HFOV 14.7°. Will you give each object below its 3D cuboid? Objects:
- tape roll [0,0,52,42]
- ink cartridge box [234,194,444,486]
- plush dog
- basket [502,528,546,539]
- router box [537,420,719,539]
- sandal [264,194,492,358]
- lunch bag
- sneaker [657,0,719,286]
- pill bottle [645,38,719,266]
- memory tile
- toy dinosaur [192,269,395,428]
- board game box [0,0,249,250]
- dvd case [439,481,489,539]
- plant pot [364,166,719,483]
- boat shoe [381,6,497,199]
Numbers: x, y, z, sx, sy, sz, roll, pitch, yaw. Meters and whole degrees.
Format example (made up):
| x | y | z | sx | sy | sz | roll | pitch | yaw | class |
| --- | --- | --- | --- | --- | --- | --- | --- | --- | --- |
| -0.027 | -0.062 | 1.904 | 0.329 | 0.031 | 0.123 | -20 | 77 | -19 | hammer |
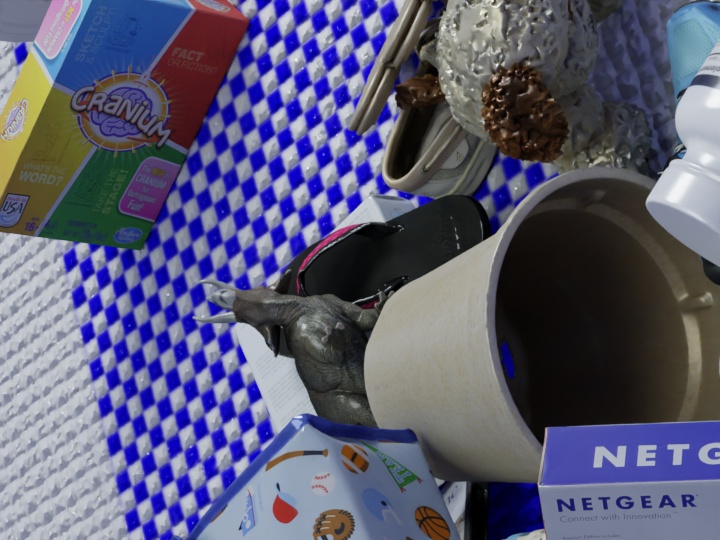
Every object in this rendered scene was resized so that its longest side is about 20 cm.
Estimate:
| x | y | z | sx | sy | sz | roll | pitch | yaw | class |
| --- | --- | --- | --- | --- | --- | --- | --- | --- | --- |
| -0.250 | -0.290 | 2.090 | 0.203 | 0.202 | 0.139 | -53 | 50 | 26 | tape roll |
| 0.009 | 0.075 | 1.886 | 0.160 | 0.047 | 0.200 | -43 | 60 | 32 | ink cartridge box |
| 0.094 | -0.141 | 1.705 | 0.160 | 0.172 | 0.201 | -4 | 77 | 5 | plush dog |
| 0.170 | 0.226 | 1.626 | 0.199 | 0.139 | 0.177 | -4 | 81 | 40 | basket |
| 0.203 | 0.162 | 1.485 | 0.199 | 0.180 | 0.049 | -3 | 37 | 12 | router box |
| 0.000 | 0.000 | 1.839 | 0.200 | 0.045 | 0.075 | -27 | 69 | 38 | sandal |
| -0.035 | 0.212 | 1.660 | 0.200 | 0.124 | 0.170 | -46 | 48 | 31 | lunch bag |
| 0.219 | -0.074 | 1.656 | 0.078 | 0.090 | 0.201 | -31 | 62 | 38 | sneaker |
| 0.247 | -0.098 | 1.571 | 0.111 | 0.111 | 0.200 | 27 | 81 | 44 | pill bottle |
| 0.037 | -0.172 | 1.819 | 0.154 | 0.017 | 0.200 | -64 | 2 | 17 | memory tile |
| -0.009 | 0.065 | 1.814 | 0.077 | 0.200 | 0.102 | -48 | 21 | -26 | toy dinosaur |
| -0.186 | -0.116 | 2.033 | 0.040 | 0.153 | 0.201 | 43 | 114 | 39 | board game box |
| 0.039 | 0.212 | 1.766 | 0.143 | 0.018 | 0.200 | -58 | 10 | 23 | dvd case |
| 0.105 | 0.052 | 1.703 | 0.183 | 0.200 | 0.201 | -17 | 72 | 55 | plant pot |
| 0.072 | -0.140 | 1.835 | 0.072 | 0.065 | 0.201 | 37 | 110 | 42 | boat shoe |
